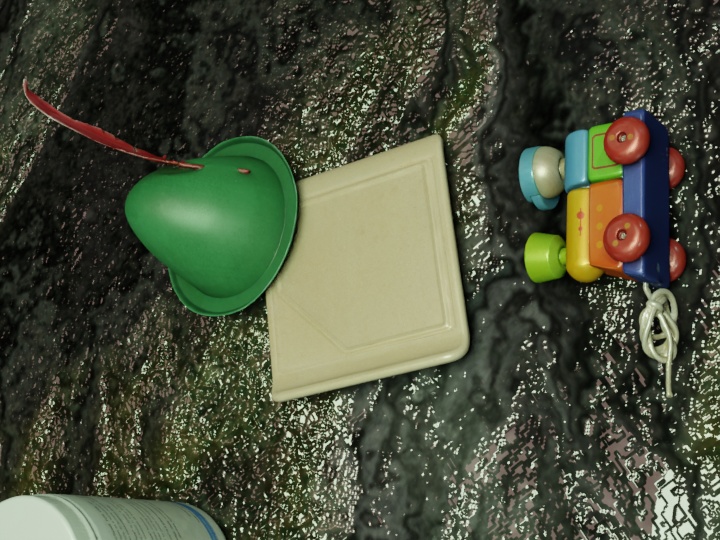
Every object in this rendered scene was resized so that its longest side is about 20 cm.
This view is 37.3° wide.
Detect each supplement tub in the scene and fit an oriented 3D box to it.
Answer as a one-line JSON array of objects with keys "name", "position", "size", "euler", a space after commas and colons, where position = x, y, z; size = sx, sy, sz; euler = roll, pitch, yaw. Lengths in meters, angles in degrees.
[{"name": "supplement tub", "position": [-0.202, 0.247, 0.845], "size": [0.130, 0.199, 0.134], "euler": [-8, 72, 26]}]

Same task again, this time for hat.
[{"name": "hat", "position": [-0.180, -0.061, 0.913], "size": [0.198, 0.175, 0.169], "euler": [3, 78, 42]}]

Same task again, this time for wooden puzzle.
[{"name": "wooden puzzle", "position": [0.000, 0.000, 0.901], "size": [0.183, 0.037, 0.203], "euler": [-16, 65, 25]}]

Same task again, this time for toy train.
[{"name": "toy train", "position": [0.171, -0.008, 0.783], "size": [0.114, 0.084, 0.204], "euler": [-7, 73, 38]}]
